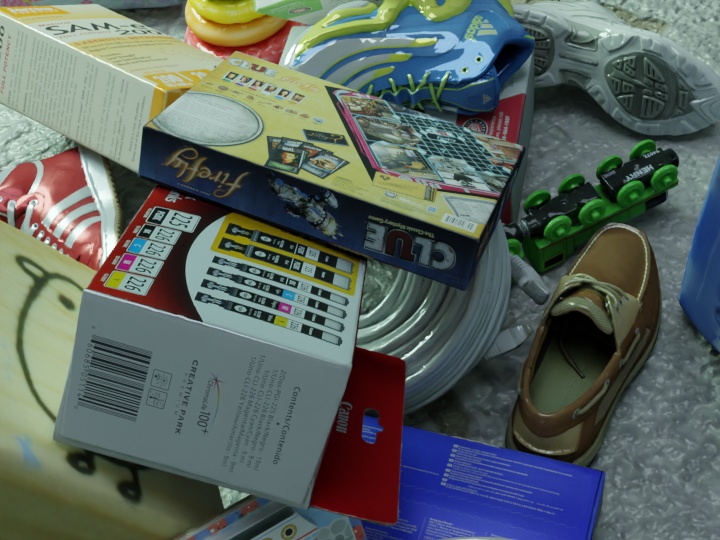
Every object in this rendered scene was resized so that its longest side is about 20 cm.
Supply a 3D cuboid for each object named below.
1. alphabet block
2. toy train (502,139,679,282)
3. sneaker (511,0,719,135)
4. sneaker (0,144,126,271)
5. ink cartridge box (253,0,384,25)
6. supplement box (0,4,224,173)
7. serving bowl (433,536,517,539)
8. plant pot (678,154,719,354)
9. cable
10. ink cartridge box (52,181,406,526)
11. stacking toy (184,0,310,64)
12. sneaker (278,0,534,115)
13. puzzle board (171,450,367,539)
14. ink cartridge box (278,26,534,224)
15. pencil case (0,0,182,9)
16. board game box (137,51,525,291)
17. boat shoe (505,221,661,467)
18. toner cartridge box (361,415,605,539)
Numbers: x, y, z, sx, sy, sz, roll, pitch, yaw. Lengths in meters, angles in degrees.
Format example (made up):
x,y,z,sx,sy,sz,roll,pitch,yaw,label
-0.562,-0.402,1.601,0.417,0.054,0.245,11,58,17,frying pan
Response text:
x,y,z,sx,sy,sz,roll,pitch,yaw,label
-0.219,0.106,0.682,0.196,0.199,0.197,-39,47,18,alphabet block
0.142,-0.032,0.889,0.198,0.057,0.042,-25,52,-10,toy train
0.203,-0.176,0.995,0.198,0.079,0.099,26,37,16,sneaker
-0.228,-0.017,0.920,0.111,0.072,0.201,-14,41,-9,sneaker
0.017,-0.235,0.978,0.116,0.199,0.068,-9,87,33,ink cartridge box
-0.191,-0.149,0.991,0.198,0.074,0.126,26,24,26,supplement box
0.053,0.220,0.607,0.197,0.067,0.201,-5,27,3,serving bowl
0.332,-0.002,0.750,0.198,0.201,0.181,-23,57,-11,plant pot
0.000,0.000,0.830,0.199,0.069,0.201,-35,69,7,cable
-0.049,0.032,0.668,0.173,0.085,0.200,16,21,-3,ink cartridge box
-0.104,-0.247,1.013,0.108,0.201,0.117,-8,49,1,stacking toy
0.039,-0.147,0.879,0.199,0.076,0.105,-30,53,-19,sneaker
-0.076,0.205,0.659,0.198,0.152,0.017,-28,31,-16,puzzle board
0.028,-0.108,0.953,0.197,0.083,0.147,5,51,12,ink cartridge box
-0.257,-0.283,1.139,0.197,0.091,0.084,-4,49,6,pencil case
-0.012,-0.065,0.733,0.198,0.035,0.136,20,32,10,board game box
0.152,0.042,0.813,0.075,0.074,0.201,13,53,18,boat shoe
0.042,0.149,0.758,0.197,0.043,0.096,12,51,17,toner cartridge box
